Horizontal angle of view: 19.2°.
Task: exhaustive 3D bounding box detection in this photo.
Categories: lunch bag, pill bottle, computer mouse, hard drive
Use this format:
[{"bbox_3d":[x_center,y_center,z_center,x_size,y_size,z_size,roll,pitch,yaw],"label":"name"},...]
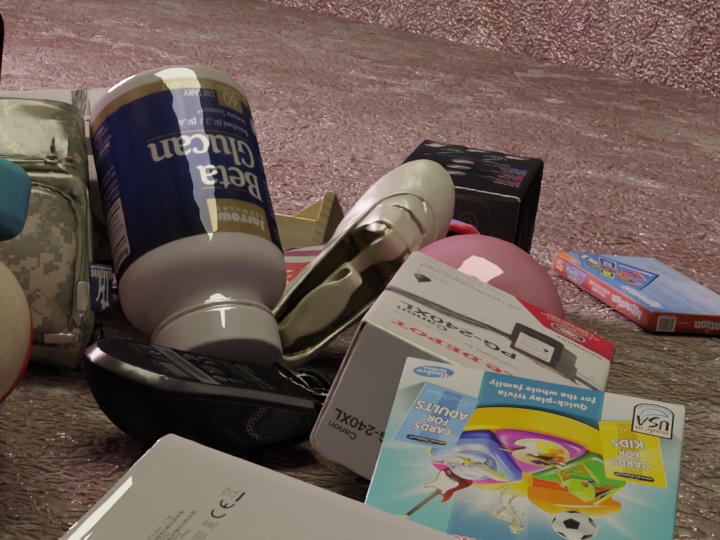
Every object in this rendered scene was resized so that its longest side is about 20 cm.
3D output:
[{"bbox_3d":[-0.268,-0.016,1.390,0.198,0.140,0.169,4,54,-15],"label":"lunch bag"},{"bbox_3d":[-0.109,-0.023,1.384,0.110,0.201,0.111,-11,-27,-6],"label":"pill bottle"},{"bbox_3d":[-0.078,0.088,1.268,0.199,0.053,0.138,13,10,-31],"label":"computer mouse"},{"bbox_3d":[-0.047,0.146,0.943,0.199,0.026,0.132,17,45,33],"label":"hard drive"}]

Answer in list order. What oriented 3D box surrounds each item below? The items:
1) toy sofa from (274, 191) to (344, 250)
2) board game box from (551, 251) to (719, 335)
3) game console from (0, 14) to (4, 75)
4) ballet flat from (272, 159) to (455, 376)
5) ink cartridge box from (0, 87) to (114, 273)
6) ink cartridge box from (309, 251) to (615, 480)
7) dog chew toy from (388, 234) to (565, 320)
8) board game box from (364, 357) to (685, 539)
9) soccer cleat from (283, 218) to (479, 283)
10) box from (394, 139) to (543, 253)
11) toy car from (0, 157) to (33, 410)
[{"bbox_3d":[-0.115,-0.020,1.659,0.198,0.098,0.083,10,-17,10],"label":"toy sofa"},{"bbox_3d":[0.250,0.019,1.823,0.102,0.020,0.200,5,13,-19],"label":"board game box"},{"bbox_3d":[-0.374,-0.111,1.599,0.171,0.202,0.118,15,15,29],"label":"game console"},{"bbox_3d":[0.000,0.000,1.436,0.200,0.070,0.069,-43,34,-16],"label":"ballet flat"},{"bbox_3d":[-0.181,-0.064,1.557,0.198,0.085,0.146,0,-28,7],"label":"ink cartridge box"},{"bbox_3d":[0.065,0.072,1.236,0.144,0.084,0.200,25,14,4],"label":"ink cartridge box"},{"bbox_3d":[0.080,0.036,1.437,0.124,0.126,0.200,10,5,9],"label":"dog chew toy"},{"bbox_3d":[0.078,0.127,1.040,0.150,0.047,0.200,9,32,6],"label":"board game box"},{"bbox_3d":[-0.006,0.006,1.499,0.199,0.069,0.073,-20,2,-26],"label":"soccer cleat"},{"bbox_3d":[0.077,-0.024,1.670,0.105,0.123,0.200,10,12,8],"label":"box"},{"bbox_3d":[-0.261,0.046,1.165,0.175,0.186,0.200,7,-16,-1],"label":"toy car"}]
